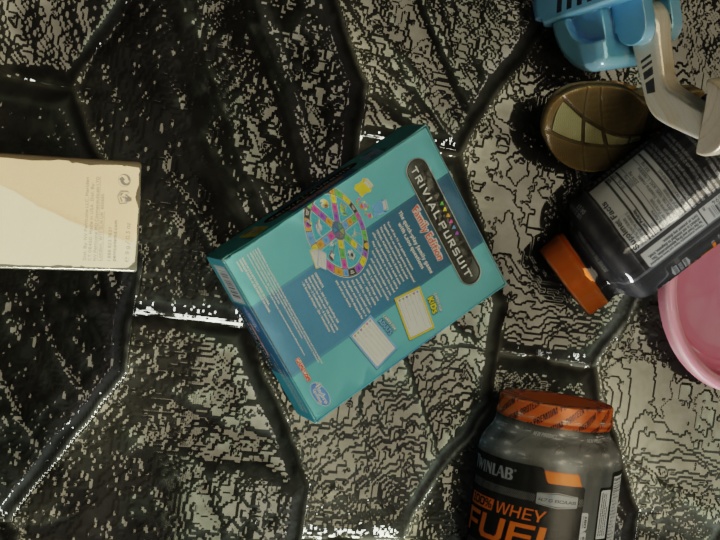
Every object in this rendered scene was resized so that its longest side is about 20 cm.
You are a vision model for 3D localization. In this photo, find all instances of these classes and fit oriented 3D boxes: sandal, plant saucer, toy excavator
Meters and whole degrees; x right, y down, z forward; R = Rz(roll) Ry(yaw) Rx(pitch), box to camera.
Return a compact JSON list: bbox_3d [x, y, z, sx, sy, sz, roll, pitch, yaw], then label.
[{"bbox_3d":[0.220,-0.133,1.121,0.199,0.054,0.081,-10,127,-38],"label":"sandal"},{"bbox_3d":[0.348,0.011,1.193,0.199,0.051,0.203,-2,95,-23],"label":"plant saucer"},{"bbox_3d":[0.223,-0.185,1.037,0.099,0.194,0.202,-13,94,-31],"label":"toy excavator"}]

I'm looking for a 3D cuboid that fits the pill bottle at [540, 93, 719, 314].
[{"bbox_3d":[0.248,-0.050,1.093,0.199,0.106,0.106,-38,110,9],"label":"pill bottle"}]

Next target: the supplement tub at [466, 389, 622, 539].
[{"bbox_3d":[0.151,0.206,1.084,0.121,0.122,0.202,6,92,-24],"label":"supplement tub"}]

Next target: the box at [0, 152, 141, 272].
[{"bbox_3d":[-0.258,-0.042,0.896,0.198,0.095,0.079,2,93,-25],"label":"box"}]

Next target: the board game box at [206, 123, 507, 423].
[{"bbox_3d":[0.000,0.000,1.039,0.199,0.047,0.152,-34,107,-18],"label":"board game box"}]
